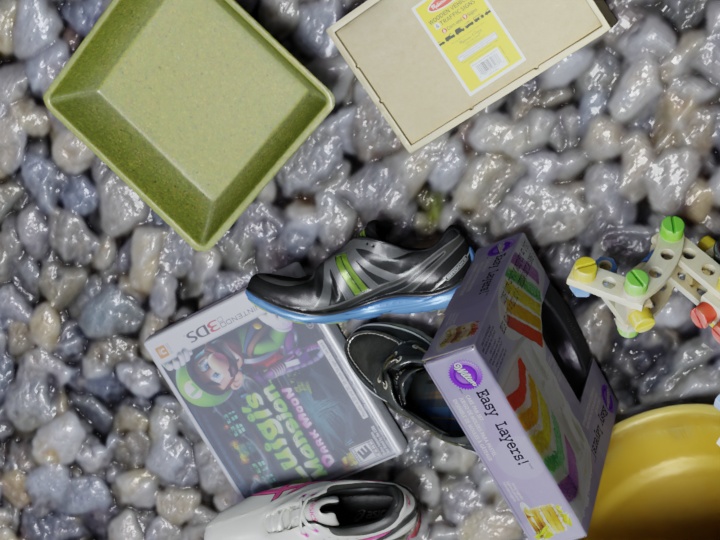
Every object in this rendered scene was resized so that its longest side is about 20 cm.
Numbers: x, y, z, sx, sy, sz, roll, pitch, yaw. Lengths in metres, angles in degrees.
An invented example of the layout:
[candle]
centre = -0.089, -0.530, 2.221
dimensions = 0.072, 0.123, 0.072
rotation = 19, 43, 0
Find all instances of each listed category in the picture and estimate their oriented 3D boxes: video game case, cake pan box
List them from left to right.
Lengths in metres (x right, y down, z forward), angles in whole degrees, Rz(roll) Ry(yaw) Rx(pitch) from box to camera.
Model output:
[video game case]
centre = -0.080, 0.114, 1.336
dimensions = 0.182, 0.023, 0.200
rotation = -26, 100, 27
[cake pan box]
centre = 0.134, 0.090, 1.147
dimensions = 0.052, 0.200, 0.184
rotation = -20, 108, 27

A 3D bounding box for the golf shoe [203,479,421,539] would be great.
[golf shoe]
centre = -0.048, 0.220, 1.302
dimensions = 0.200, 0.092, 0.073
rotation = -11, 64, 4

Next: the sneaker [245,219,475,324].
[sneaker]
centre = 0.000, 0.000, 1.234
dimensions = 0.199, 0.071, 0.083
rotation = -9, 96, 10

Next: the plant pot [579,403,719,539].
[plant pot]
centre = 0.270, 0.243, 1.174
dimensions = 0.201, 0.201, 0.189
rotation = -15, 121, 25

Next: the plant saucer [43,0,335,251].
[plant saucer]
centre = -0.142, -0.151, 1.239
dimensions = 0.200, 0.048, 0.200
rotation = 44, 119, 0

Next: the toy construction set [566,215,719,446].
[toy construction set]
centre = 0.266, 0.041, 1.115
dimensions = 0.200, 0.131, 0.092
rotation = 51, 157, 16

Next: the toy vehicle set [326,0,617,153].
[toy vehicle set]
centre = 0.085, -0.194, 1.149
dimensions = 0.200, 0.027, 0.124
rotation = -30, 98, 27

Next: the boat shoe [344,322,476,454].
[boat shoe]
centre = 0.049, 0.093, 1.214
dimensions = 0.200, 0.057, 0.069
rotation = 29, 96, 42
